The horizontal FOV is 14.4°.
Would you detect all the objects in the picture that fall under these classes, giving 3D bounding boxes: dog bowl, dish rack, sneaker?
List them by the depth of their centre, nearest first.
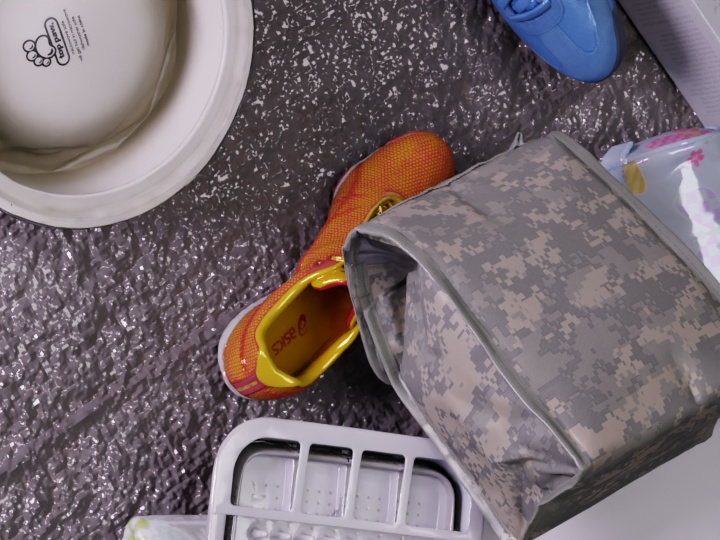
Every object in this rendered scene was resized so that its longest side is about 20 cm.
[{"bbox_3d":[-0.160,-0.127,1.530,0.199,0.074,0.201,-7,105,-28],"label":"dog bowl"},{"bbox_3d":[-0.019,0.188,1.578,0.171,0.043,0.201,9,82,-28],"label":"dish rack"},{"bbox_3d":[0.000,0.000,1.634,0.073,0.077,0.200,44,66,-18],"label":"sneaker"},{"bbox_3d":[0.142,0.143,1.657,0.199,0.044,0.172,-23,75,-11],"label":"dish rack"},{"bbox_3d":[0.079,-0.186,1.682,0.200,0.066,0.078,55,40,-11],"label":"sneaker"}]

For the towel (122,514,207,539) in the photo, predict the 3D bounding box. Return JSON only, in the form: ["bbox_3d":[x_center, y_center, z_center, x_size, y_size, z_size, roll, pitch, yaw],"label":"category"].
[{"bbox_3d":[-0.053,0.239,1.605,0.171,0.048,0.201,3,85,-31],"label":"towel"}]

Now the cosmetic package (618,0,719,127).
[{"bbox_3d":[0.248,-0.147,1.791,0.102,0.074,0.200,-44,110,-25],"label":"cosmetic package"}]

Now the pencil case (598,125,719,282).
[{"bbox_3d":[0.208,0.011,1.751,0.090,0.083,0.201,-16,95,-16],"label":"pencil case"}]

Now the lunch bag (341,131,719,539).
[{"bbox_3d":[0.100,0.028,1.593,0.164,0.118,0.200,-26,73,-34],"label":"lunch bag"}]
